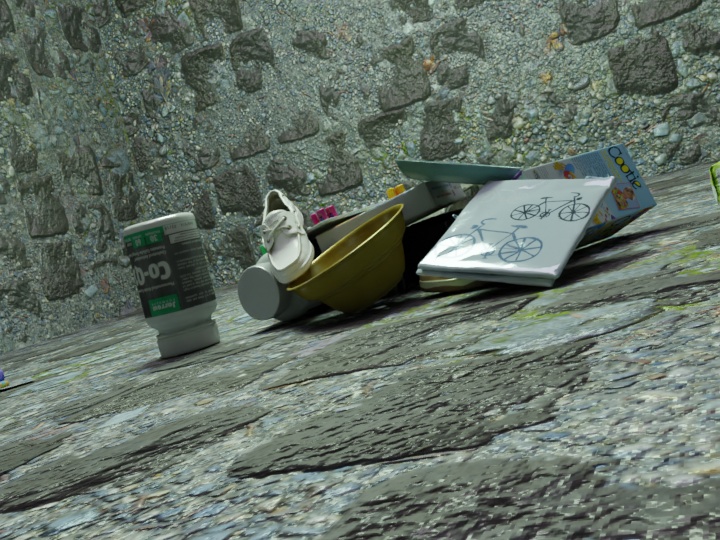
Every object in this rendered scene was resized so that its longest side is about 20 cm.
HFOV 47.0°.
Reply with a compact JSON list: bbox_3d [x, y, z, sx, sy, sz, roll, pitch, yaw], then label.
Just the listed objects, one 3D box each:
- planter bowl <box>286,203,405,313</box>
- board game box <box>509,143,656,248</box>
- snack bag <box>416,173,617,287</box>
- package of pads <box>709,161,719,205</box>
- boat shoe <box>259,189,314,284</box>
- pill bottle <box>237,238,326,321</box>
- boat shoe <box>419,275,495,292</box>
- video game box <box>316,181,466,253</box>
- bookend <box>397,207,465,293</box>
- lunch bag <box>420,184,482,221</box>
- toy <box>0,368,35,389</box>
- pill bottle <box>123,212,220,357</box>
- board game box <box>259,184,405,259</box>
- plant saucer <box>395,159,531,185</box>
[{"bbox_3d":[0.000,0.000,1.143,0.199,0.084,0.201,-35,8,6],"label":"planter bowl"},{"bbox_3d":[0.290,-0.090,1.144,0.198,0.106,0.103,-17,-16,-31],"label":"board game box"},{"bbox_3d":[0.186,-0.052,0.986,0.187,0.022,0.200,3,39,39],"label":"snack bag"},{"bbox_3d":[0.617,-0.152,1.200,0.198,0.069,0.154,-14,3,31],"label":"package of pads"},{"bbox_3d":[-0.117,-0.054,1.210,0.070,0.070,0.201,-30,32,5],"label":"boat shoe"},{"bbox_3d":[-0.101,0.016,1.308,0.110,0.113,0.199,-13,4,33],"label":"pill bottle"},{"bbox_3d":[0.158,-0.021,1.057,0.198,0.077,0.071,-13,4,33],"label":"boat shoe"},{"bbox_3d":[0.052,-0.085,1.304,0.198,0.047,0.182,-25,-3,23],"label":"video game box"},{"bbox_3d":[0.176,-0.046,1.259,0.198,0.094,0.198,-11,7,34],"label":"bookend"},{"bbox_3d":[0.149,-0.081,1.535,0.166,0.142,0.199,-17,3,-40],"label":"lunch bag"},{"bbox_3d":[-0.686,0.201,1.455,0.198,0.048,0.115,-18,6,-32],"label":"toy"},{"bbox_3d":[-0.283,0.022,1.261,0.111,0.203,0.113,-15,3,1],"label":"pill bottle"},{"bbox_3d":[-0.047,-0.080,1.379,0.198,0.026,0.199,-21,-3,-41],"label":"board game box"},{"bbox_3d":[0.147,-0.138,1.174,0.197,0.028,0.200,3,9,-1],"label":"plant saucer"}]
